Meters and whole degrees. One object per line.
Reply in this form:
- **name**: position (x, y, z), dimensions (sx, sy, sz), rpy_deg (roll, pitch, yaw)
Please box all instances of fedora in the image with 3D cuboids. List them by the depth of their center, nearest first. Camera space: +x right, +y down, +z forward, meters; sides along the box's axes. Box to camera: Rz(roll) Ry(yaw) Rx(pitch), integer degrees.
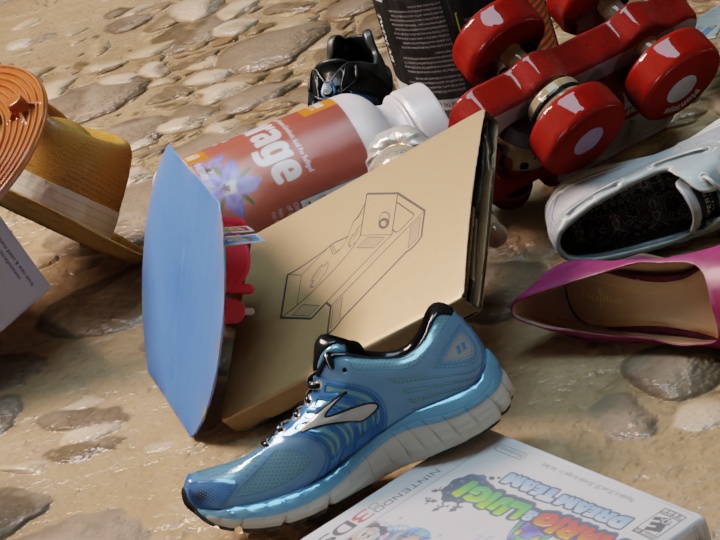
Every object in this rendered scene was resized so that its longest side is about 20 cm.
- **fedora**: position (-0.221, -0.074, 1.945), dimensions (0.201, 0.200, 0.082), rpy_deg (26, 90, 57)

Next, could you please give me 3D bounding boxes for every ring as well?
- **ring**: position (-0.302, -0.072, 1.861), dimensions (0.200, 0.019, 0.201), rpy_deg (-24, 37, 20)

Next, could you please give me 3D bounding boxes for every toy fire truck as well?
- **toy fire truck**: position (0.143, -0.110, 1.830), dimensions (0.200, 0.168, 0.112), rpy_deg (-29, 62, -23)

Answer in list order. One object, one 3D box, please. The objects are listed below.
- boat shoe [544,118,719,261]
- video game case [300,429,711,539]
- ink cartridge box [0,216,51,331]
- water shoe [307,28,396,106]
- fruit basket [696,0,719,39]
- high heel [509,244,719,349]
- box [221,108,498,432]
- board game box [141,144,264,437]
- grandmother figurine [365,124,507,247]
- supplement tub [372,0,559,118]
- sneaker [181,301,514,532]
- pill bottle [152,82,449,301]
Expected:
- **boat shoe**: position (0.216, -0.048, 1.740), dimensions (0.201, 0.070, 0.072), rpy_deg (-19, 24, 13)
- **video game case**: position (0.058, 0.158, 1.455), dimensions (0.182, 0.024, 0.200), rpy_deg (-31, 28, -26)
- **ink cartridge box**: position (-0.336, 0.032, 1.865), dimensions (0.200, 0.083, 0.147), rpy_deg (-42, 31, -15)
- **water shoe**: position (-0.023, -0.116, 2.023), dimensions (0.071, 0.079, 0.200), rpy_deg (-11, 25, 16)
- **fruit basket**: position (0.348, -0.196, 1.966), dimensions (0.185, 0.094, 0.200), rpy_deg (-3, 12, 29)
- **high heel**: position (0.174, 0.025, 1.606), dimensions (0.096, 0.068, 0.200), rpy_deg (-17, 7, -23)
- **box**: position (0.000, 0.000, 1.689), dimensions (0.200, 0.021, 0.164), rpy_deg (-28, 37, 33)
- **board game box**: position (-0.098, 0.013, 1.738), dimensions (0.039, 0.158, 0.200), rpy_deg (1, 18, -19)
- **grandmother figurine**: position (0.034, -0.018, 1.737), dimensions (0.121, 0.061, 0.200), rpy_deg (-8, 45, 2)
- **supplement tub**: position (0.075, -0.187, 1.961), dimensions (0.122, 0.200, 0.123), rpy_deg (-15, 24, 7)
- **sneaker**: position (-0.016, 0.082, 1.561), dimensions (0.200, 0.090, 0.078), rpy_deg (-27, 9, -3)
- **pill bottle**: position (-0.033, -0.054, 1.860), dimensions (0.200, 0.112, 0.112), rpy_deg (-23, 25, -13)
